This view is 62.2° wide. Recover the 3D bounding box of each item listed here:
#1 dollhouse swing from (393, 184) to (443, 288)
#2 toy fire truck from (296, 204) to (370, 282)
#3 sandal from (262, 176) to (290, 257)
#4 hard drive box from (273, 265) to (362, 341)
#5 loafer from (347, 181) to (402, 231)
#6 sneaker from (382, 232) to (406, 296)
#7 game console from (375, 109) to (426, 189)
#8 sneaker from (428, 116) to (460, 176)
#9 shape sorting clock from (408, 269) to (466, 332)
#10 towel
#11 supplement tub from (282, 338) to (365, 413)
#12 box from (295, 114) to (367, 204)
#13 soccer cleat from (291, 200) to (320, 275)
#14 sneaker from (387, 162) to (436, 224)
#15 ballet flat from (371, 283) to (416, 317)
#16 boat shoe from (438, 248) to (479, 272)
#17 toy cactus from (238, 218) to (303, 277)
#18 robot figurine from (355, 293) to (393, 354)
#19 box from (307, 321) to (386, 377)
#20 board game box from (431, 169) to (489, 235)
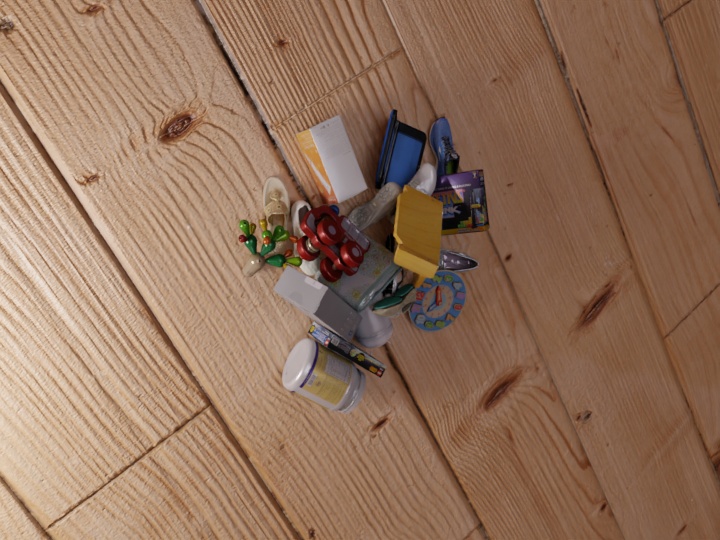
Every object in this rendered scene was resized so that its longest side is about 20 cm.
[{"bbox_3d":[0.132,-0.080,1.622,0.178,0.175,0.205,21,59,-21],"label":"dollhouse swing"},{"bbox_3d":[-0.066,-0.084,1.546,0.200,0.111,0.170,43,39,-18],"label":"toy fire truck"},{"bbox_3d":[-0.213,-0.138,1.561,0.076,0.069,0.219,1,94,-24],"label":"sandal"},{"bbox_3d":[-0.107,0.088,1.539,0.078,0.154,0.200,-58,145,-9],"label":"hard drive box"},{"bbox_3d":[0.038,-0.162,1.649,0.198,0.071,0.069,-37,155,17],"label":"loafer"},{"bbox_3d":[0.111,-0.002,1.719,0.078,0.073,0.206,6,93,-27],"label":"sneaker"},{"bbox_3d":[0.118,-0.321,1.675,0.115,0.171,0.206,13,89,2],"label":"game console"},{"bbox_3d":[0.257,-0.346,1.746,0.077,0.089,0.206,-14,100,-23],"label":"sneaker"},{"bbox_3d":[0.231,0.092,1.777,0.194,0.039,0.205,-7,114,-16],"label":"shape sorting clock"},{"bbox_3d":[0.000,0.000,1.620,0.200,0.170,0.049,-44,149,-22],"label":"towel"},{"bbox_3d":[-0.097,0.288,1.609,0.198,0.145,0.148,31,82,-23],"label":"supplement tub"},{"bbox_3d":[-0.077,-0.289,1.581,0.096,0.124,0.204,-27,104,-19],"label":"box"},{"bbox_3d":[-0.146,-0.084,1.592,0.068,0.077,0.206,-14,100,-22],"label":"soccer cleat"},{"bbox_3d":[0.146,-0.212,1.678,0.079,0.070,0.203,13,111,-52],"label":"sneaker"},{"bbox_3d":[0.101,0.096,1.630,0.198,0.066,0.064,-29,113,-49],"label":"ballet flat"},{"bbox_3d":[0.259,-0.027,1.787,0.197,0.064,0.077,7,91,-24],"label":"boat shoe"},{"bbox_3d":[-0.241,-0.043,1.525,0.198,0.103,0.165,27,117,-36],"label":"toy cactus"},{"bbox_3d":[0.024,0.129,1.668,0.166,0.113,0.205,-22,103,-7],"label":"robot figurine"},{"bbox_3d":[-0.037,0.215,1.625,0.198,0.136,0.040,34,85,-28],"label":"box"},{"bbox_3d":[0.261,-0.190,1.706,0.056,0.195,0.170,-24,107,-57],"label":"board game box"}]
